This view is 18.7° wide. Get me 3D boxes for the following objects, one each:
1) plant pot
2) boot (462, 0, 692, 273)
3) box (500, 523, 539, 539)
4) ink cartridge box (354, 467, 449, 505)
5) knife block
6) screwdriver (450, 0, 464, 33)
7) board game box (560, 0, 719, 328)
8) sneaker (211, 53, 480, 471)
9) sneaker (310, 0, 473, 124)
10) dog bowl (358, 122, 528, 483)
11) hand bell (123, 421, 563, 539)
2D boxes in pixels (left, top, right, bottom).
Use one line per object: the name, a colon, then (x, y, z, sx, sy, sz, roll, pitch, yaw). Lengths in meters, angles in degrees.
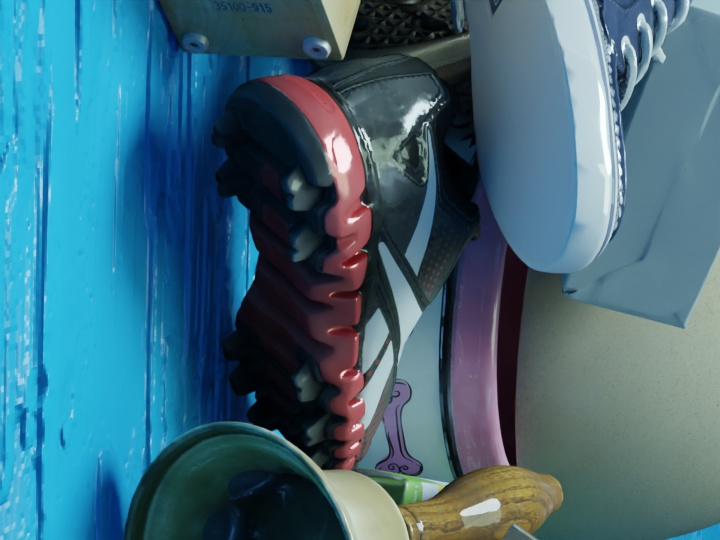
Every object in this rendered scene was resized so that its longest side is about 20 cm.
plant pot: (0.164, 0.042, 1.077, 0.200, 0.133, 0.202, 4, 90, -73)
boot: (0.090, -0.089, 0.811, 0.073, 0.090, 0.201, 131, -43, -53)
box: (0.029, 0.202, 0.831, 0.200, 0.032, 0.121, -52, 146, -6)
ink cartridge box: (0.036, 0.167, 0.949, 0.199, 0.075, 0.149, 15, 80, -54)
knife block: (-0.026, -0.172, 0.772, 0.200, 0.063, 0.177, 66, 32, -56)
screwdriver: (0.033, -0.186, 0.946, 0.029, 0.028, 0.201, 38, 41, -42)
board game box: (0.134, -0.095, 0.974, 0.201, 0.064, 0.148, -88, -165, -55)
sneaker: (0.000, 0.000, 0.816, 0.098, 0.071, 0.201, -29, 141, -27)
sneaker: (0.041, -0.093, 0.973, 0.200, 0.070, 0.076, -28, 135, -52)
dog bowl: (0.050, 0.018, 1.050, 0.200, 0.073, 0.202, 5, 90, -72)
hand bell: (0.016, 0.096, 0.814, 0.199, 0.104, 0.105, -7, 102, -54)
